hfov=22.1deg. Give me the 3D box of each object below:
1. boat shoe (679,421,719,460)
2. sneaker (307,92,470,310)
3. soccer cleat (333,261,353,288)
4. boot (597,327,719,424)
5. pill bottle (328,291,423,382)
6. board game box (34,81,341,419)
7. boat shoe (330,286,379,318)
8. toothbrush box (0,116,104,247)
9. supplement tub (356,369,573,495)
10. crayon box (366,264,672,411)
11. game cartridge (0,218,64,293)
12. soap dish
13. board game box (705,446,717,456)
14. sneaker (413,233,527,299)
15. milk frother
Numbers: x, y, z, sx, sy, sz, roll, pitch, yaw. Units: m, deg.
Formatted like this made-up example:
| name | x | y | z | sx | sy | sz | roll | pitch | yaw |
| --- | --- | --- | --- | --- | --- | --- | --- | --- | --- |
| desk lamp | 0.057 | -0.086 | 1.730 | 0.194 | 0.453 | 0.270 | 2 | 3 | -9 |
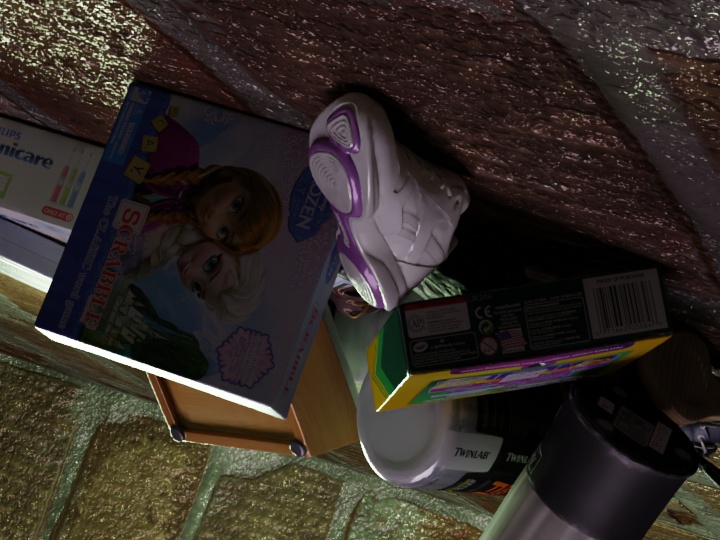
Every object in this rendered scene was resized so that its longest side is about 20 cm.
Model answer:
| name | x | y | z | sx | sy | sz | roll | pitch | yaw |
| --- | --- | --- | --- | --- | --- | --- | --- | --- | --- |
| boat shoe | 0.303 | 0.142 | 1.718 | 0.199 | 0.062 | 0.075 | 12 | 166 | 39 |
| sneaker | 0.022 | -0.061 | 1.263 | 0.075 | 0.099 | 0.201 | 48 | 164 | 32 |
| soccer cleat | -0.033 | -0.014 | 1.393 | 0.197 | 0.069 | 0.073 | -1 | 158 | 13 |
| boot | 0.219 | 0.085 | 1.562 | 0.165 | 0.073 | 0.200 | 11 | 169 | 34 |
| pill bottle | -0.035 | 0.038 | 1.681 | 0.198 | 0.114 | 0.112 | 9 | 165 | 29 |
| board game box | -0.113 | -0.018 | 1.350 | 0.197 | 0.202 | 0.041 | 16 | 168 | 17 |
| boat shoe | 0.000 | 0.000 | 1.503 | 0.072 | 0.072 | 0.200 | 57 | 165 | -10 |
| toothbrush box | -0.271 | -0.061 | 1.745 | 0.144 | 0.087 | 0.200 | 18 | 167 | 19 |
| supplement tub | 0.103 | 0.128 | 1.568 | 0.199 | 0.124 | 0.122 | 10 | 179 | -42 |
| crayon box | 0.114 | 0.053 | 1.392 | 0.198 | 0.059 | 0.173 | -8 | 169 | -10 |
| game cartridge | -0.318 | -0.013 | 1.746 | 0.198 | 0.041 | 0.133 | 24 | 173 | -5 |
| soap dish | -0.105 | 0.084 | 1.621 | 0.198 | 0.081 | 0.159 | 3 | 123 | 38 |
| board game box | 0.218 | 0.180 | 1.858 | 0.199 | 0.062 | 0.199 | -26 | -159 | -35 |
| sneaker | 0.101 | 0.017 | 1.491 | 0.199 | 0.061 | 0.104 | 32 | 168 | -35 |
| milk frother | 0.215 | 0.214 | 1.467 | 0.200 | 0.189 | 0.180 | 40 | -155 | 22 |
